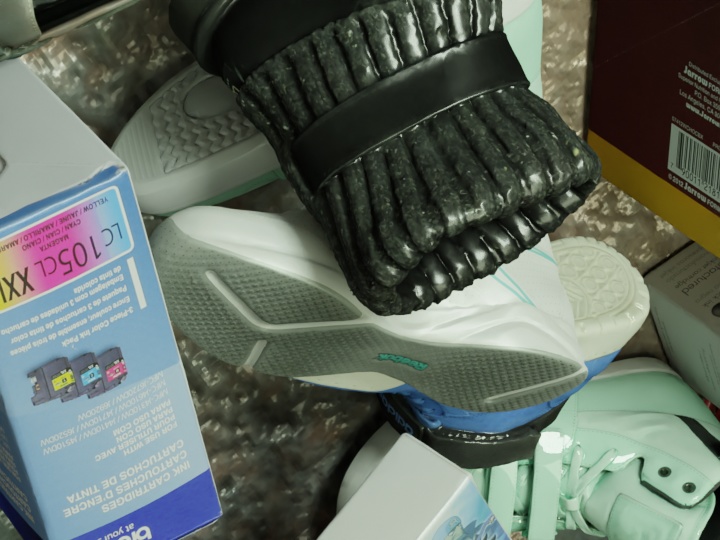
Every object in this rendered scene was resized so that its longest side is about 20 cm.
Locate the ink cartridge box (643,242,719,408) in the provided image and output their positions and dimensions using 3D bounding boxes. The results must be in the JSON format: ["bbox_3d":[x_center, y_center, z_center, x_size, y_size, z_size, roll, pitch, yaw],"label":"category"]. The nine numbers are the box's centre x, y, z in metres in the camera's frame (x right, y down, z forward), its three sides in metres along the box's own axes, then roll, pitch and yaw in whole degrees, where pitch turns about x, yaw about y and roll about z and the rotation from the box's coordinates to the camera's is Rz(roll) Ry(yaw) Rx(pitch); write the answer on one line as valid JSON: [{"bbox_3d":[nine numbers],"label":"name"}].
[{"bbox_3d":[0.240,0.039,1.282,0.116,0.200,0.068,-34,129,-14],"label":"ink cartridge box"}]

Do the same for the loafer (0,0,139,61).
[{"bbox_3d":[-0.122,-0.119,1.039,0.200,0.063,0.072,-26,127,-20],"label":"loafer"}]

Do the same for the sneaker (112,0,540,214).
[{"bbox_3d":[-0.003,-0.046,1.146,0.200,0.074,0.118,-28,131,-17],"label":"sneaker"}]

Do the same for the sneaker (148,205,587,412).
[{"bbox_3d":[0.000,0.000,1.083,0.200,0.080,0.070,14,148,-35],"label":"sneaker"}]

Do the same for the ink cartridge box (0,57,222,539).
[{"bbox_3d":[-0.125,0.029,1.071,0.076,0.136,0.200,-26,127,-17],"label":"ink cartridge box"}]

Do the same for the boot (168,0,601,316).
[{"bbox_3d":[0.047,-0.096,1.029,0.211,0.158,0.079,-41,154,3],"label":"boot"}]

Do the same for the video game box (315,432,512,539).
[{"bbox_3d":[-0.002,0.192,1.194,0.200,0.047,0.182,-50,149,-12],"label":"video game box"}]

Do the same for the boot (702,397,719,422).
[{"bbox_3d":[0.254,0.084,1.404,0.204,0.073,0.154,-52,128,-1],"label":"boot"}]

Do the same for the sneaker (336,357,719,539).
[{"bbox_3d":[0.096,0.102,1.274,0.200,0.118,0.074,-15,124,-26],"label":"sneaker"}]

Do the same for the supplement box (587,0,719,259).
[{"bbox_3d":[0.210,-0.110,1.181,0.133,0.197,0.200,-15,123,-27],"label":"supplement box"}]

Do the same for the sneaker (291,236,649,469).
[{"bbox_3d":[0.023,0.044,1.196,0.200,0.077,0.111,-8,144,-36],"label":"sneaker"}]
